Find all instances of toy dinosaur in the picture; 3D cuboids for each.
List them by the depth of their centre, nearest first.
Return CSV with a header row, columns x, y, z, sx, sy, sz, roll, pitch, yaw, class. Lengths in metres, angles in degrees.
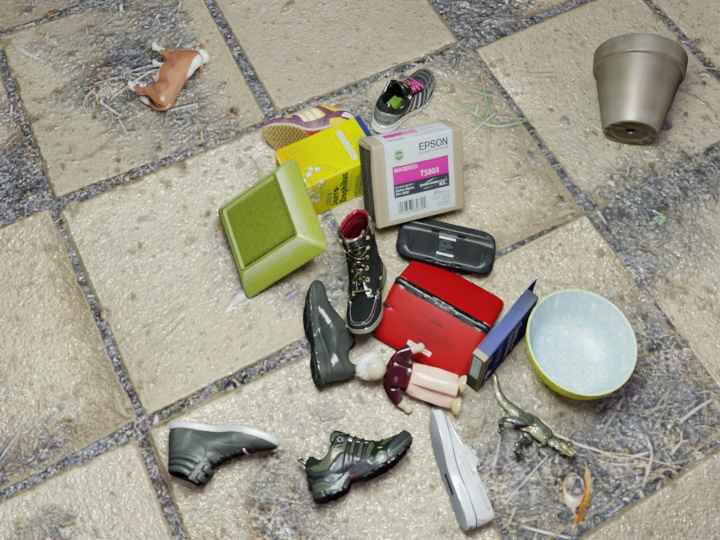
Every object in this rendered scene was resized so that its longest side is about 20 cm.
x,y,z,sx,sy,sz,roll,pitch,yaw,class
0.284,0.274,1.399,0.199,0.048,0.088,42,53,19,toy dinosaur

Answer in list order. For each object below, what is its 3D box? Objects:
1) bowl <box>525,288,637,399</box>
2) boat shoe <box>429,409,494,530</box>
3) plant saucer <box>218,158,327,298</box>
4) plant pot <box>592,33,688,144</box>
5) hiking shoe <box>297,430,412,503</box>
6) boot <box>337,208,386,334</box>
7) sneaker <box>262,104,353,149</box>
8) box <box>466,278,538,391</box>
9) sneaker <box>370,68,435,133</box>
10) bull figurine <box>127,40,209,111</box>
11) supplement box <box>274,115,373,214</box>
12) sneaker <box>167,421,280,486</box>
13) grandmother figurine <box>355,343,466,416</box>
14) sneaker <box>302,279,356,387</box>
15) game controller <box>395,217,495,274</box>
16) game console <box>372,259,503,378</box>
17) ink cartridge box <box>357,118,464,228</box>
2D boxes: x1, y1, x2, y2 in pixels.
x,y,z,sx,sy,sz,roll,pitch,yaw,class
0.384,0.147,1.436,0.194,0.108,0.205,1,61,-2,bowl
0.171,0.332,1.354,0.064,0.074,0.205,-12,72,-15,boat shoe
-0.180,-0.085,1.505,0.197,0.048,0.203,-30,67,19,plant saucer
0.587,-0.373,1.703,0.195,0.200,0.178,11,78,3,plant pot
-0.007,0.305,1.350,0.196,0.076,0.102,-25,68,-15,hiking shoe
0.000,0.000,1.447,0.071,0.153,0.202,-3,38,17,boot
-0.109,-0.305,1.690,0.194,0.076,0.091,0,45,-4,sneaker
0.264,0.115,1.440,0.032,0.122,0.200,34,65,21,box
0.098,-0.382,1.724,0.073,0.088,0.200,38,66,18,sneaker
-0.415,-0.434,1.743,0.119,0.066,0.203,17,60,11,bull figurine
-0.063,-0.204,1.607,0.197,0.110,0.111,-26,64,-15,supplement box
-0.234,0.315,1.341,0.194,0.071,0.101,3,62,6,sneaker
0.087,0.188,1.415,0.195,0.061,0.124,14,77,-1,grandmother figurine
-0.056,0.114,1.464,0.088,0.076,0.205,-4,68,-16,sneaker
0.168,-0.050,1.570,0.195,0.042,0.106,13,57,5,game controller
0.147,0.088,1.510,0.197,0.119,0.175,28,94,13,game console
0.102,-0.189,1.562,0.195,0.169,0.075,-15,27,-17,ink cartridge box
